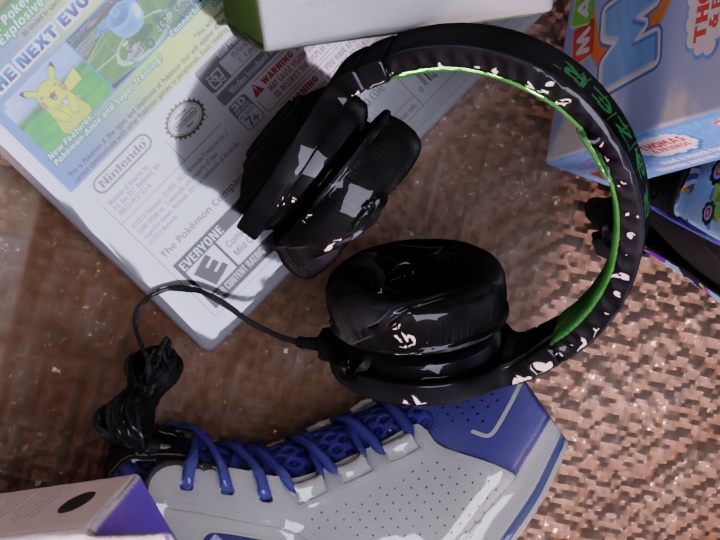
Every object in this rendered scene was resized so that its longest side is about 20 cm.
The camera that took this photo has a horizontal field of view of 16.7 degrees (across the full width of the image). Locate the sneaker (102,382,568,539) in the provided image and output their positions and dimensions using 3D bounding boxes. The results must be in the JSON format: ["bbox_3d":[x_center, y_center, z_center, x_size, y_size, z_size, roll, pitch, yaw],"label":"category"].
[{"bbox_3d":[-0.028,0.086,0.883,0.199,0.081,0.115,-43,112,-1],"label":"sneaker"}]

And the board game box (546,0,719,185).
[{"bbox_3d":[0.137,-0.117,0.797,0.036,0.200,0.152,16,76,-25],"label":"board game box"}]

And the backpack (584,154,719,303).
[{"bbox_3d":[0.198,-0.020,0.858,0.182,0.200,0.135,26,95,-18],"label":"backpack"}]

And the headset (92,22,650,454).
[{"bbox_3d":[0.000,0.000,0.825,0.199,0.094,0.124,-26,106,24],"label":"headset"}]

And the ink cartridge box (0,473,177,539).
[{"bbox_3d":[-0.067,0.161,0.835,0.043,0.200,0.199,-43,112,-38],"label":"ink cartridge box"}]

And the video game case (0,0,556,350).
[{"bbox_3d":[-0.047,-0.103,0.867,0.200,0.022,0.182,-45,110,-1],"label":"video game case"}]

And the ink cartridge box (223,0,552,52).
[{"bbox_3d":[0.001,-0.180,0.816,0.103,0.059,0.201,-9,106,-14],"label":"ink cartridge box"}]
